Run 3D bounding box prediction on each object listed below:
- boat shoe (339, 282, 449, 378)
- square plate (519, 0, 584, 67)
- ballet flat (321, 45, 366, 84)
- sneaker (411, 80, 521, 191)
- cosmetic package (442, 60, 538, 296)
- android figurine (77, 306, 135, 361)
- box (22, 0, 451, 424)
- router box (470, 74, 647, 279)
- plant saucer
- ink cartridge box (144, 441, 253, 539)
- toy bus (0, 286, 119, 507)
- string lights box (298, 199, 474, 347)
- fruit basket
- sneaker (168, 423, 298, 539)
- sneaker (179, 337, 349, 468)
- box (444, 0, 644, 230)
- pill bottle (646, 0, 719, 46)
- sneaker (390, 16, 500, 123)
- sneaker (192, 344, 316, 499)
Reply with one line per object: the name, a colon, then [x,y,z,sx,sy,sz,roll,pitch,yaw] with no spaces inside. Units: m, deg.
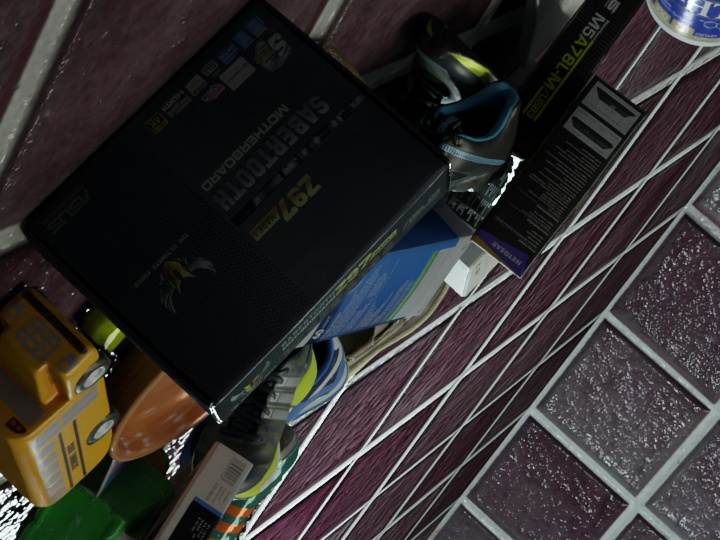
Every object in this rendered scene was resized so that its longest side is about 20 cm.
boat shoe: [0.015,0.038,1.713,0.202,0.075,0.075,-47,161,-3]
square plate: [0.202,-0.282,1.481,0.198,0.028,0.200,-46,167,-12]
ballet flat: [-0.062,-0.080,1.117,0.200,0.065,0.071,-40,158,-33]
sneaker: [0.035,-0.081,1.281,0.200,0.073,0.082,-31,158,-31]
cosmetic package: [0.128,-0.088,1.635,0.200,0.108,0.085,-43,166,-16]
android figurine: [-0.107,-0.018,1.216,0.200,0.041,0.182,-45,167,-6]
box: [-0.069,-0.036,1.019,0.200,0.158,0.051,-45,167,-10]
router box: [0.156,-0.072,1.409,0.157,0.052,0.200,-53,177,3]
plant saucer: [-0.112,0.057,1.266,0.200,0.037,0.200,-41,166,-12]
ink cartridge box: [-0.149,0.212,1.390,0.100,0.039,0.200,-60,-174,-31]
toy bus: [-0.207,0.085,1.134,0.078,0.065,0.200,-42,166,-19]
string lights box: [0.000,0.000,1.496,0.200,0.059,0.103,-12,143,-51]
fruit basket: [-0.191,0.183,1.415,0.185,0.094,0.200,-54,169,23]
sneaker: [-0.130,0.213,1.548,0.200,0.071,0.080,-37,128,-4]
sneaker: [-0.091,0.120,1.609,0.200,0.074,0.082,-45,162,-24]
box: [0.156,-0.144,1.505,0.193,0.047,0.200,-55,178,-18]
pill bottle: [0.346,-0.310,1.668,0.120,0.120,0.200,-44,166,-17]
sneaker: [0.058,-0.128,1.370,0.081,0.074,0.200,-43,165,-9]
sneaker: [-0.091,0.108,1.492,0.081,0.074,0.200,94,12,-45]
